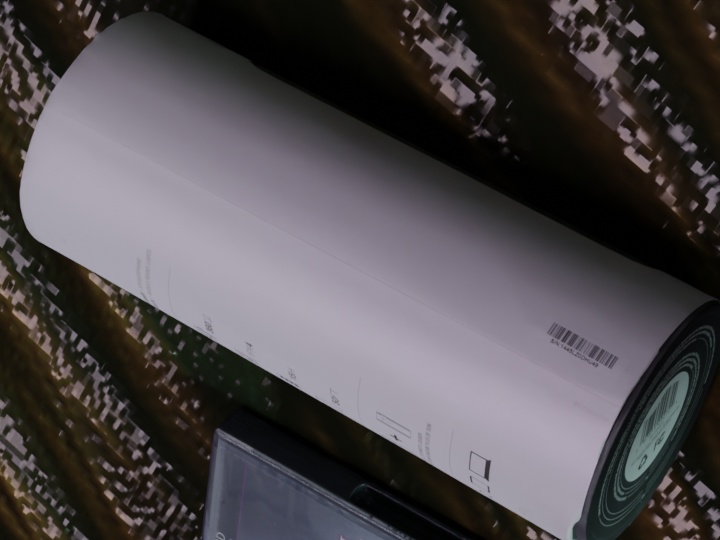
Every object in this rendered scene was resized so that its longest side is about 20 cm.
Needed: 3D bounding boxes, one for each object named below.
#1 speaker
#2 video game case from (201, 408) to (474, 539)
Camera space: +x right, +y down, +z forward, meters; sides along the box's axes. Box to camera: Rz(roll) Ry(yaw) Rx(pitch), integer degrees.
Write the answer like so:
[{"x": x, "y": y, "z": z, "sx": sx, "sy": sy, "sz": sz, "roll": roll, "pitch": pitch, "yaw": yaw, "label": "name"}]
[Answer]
[{"x": 0.000, "y": 0.000, "z": 0.773, "sx": 0.200, "sy": 0.081, "sz": 0.081, "roll": 28, "pitch": 133, "yaw": 21, "label": "speaker"}, {"x": 0.029, "y": 0.146, "z": 0.901, "sx": 0.200, "sy": 0.019, "sz": 0.143, "roll": 27, "pitch": 133, "yaw": 21, "label": "video game case"}]
